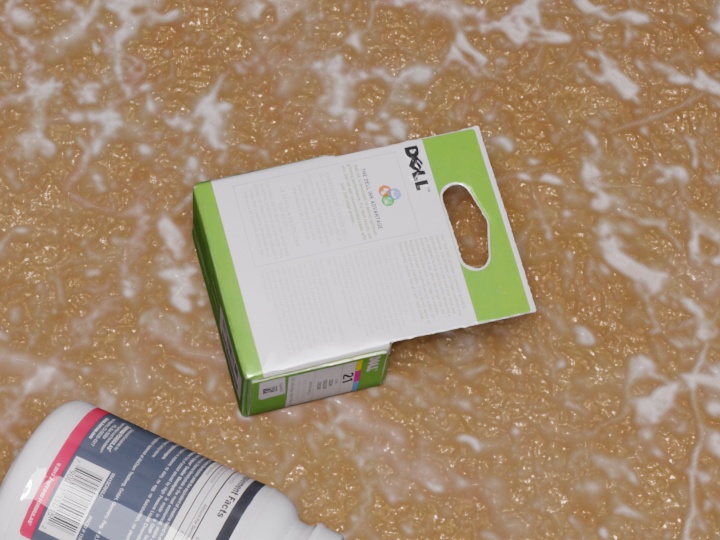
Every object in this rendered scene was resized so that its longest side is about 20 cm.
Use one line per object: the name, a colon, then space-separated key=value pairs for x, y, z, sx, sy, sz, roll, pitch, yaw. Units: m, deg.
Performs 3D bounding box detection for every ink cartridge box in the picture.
ink cartridge box: x=0.000 y=0.000 z=1.660 sx=0.200 sy=0.076 sz=0.148 roll=-12 pitch=68 yaw=-10

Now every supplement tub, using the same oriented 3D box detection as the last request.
supplement tub: x=-0.125 y=0.180 z=1.541 sx=0.200 sy=0.140 sz=0.140 roll=25 pitch=68 yaw=7
